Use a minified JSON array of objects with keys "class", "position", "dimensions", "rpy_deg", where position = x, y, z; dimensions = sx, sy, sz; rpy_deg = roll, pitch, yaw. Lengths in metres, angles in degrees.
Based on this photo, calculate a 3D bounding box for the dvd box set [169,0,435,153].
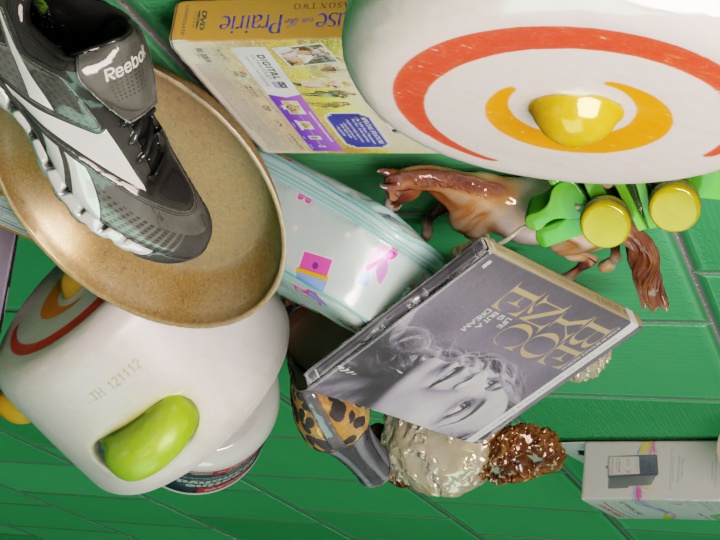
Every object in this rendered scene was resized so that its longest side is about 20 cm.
[{"class":"dvd box set","position":[0.014,-0.105,0.882],"dimensions":[0.198,0.030,0.146],"rpy_deg":[1,161,20]}]

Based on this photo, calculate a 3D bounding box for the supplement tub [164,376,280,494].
[{"class":"supplement tub","position":[-0.152,0.132,1.509],"dimensions":[0.139,0.142,0.200],"rpy_deg":[9,162,-6]}]

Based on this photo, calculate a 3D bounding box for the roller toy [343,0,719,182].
[{"class":"roller toy","position":[0.088,-0.114,0.619],"dimensions":[0.180,0.142,0.200],"rpy_deg":[1,162,21]}]

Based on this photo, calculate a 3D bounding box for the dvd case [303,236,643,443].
[{"class":"dvd case","position":[0.077,0.051,1.026],"dimensions":[0.148,0.016,0.199],"rpy_deg":[-38,147,22]}]

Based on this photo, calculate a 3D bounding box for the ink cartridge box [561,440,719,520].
[{"class":"ink cartridge box","position":[0.316,0.229,1.751],"dimensions":[0.198,0.068,0.117],"rpy_deg":[-4,160,31]}]

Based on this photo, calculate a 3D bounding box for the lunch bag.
[{"class":"lunch bag","position":[0.000,0.000,1.058],"dimensions":[0.159,0.078,0.200],"rpy_deg":[27,176,31]}]

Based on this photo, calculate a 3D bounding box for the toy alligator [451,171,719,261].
[{"class":"toy alligator","position":[0.138,-0.049,0.955],"dimensions":[0.198,0.059,0.055],"rpy_deg":[-13,115,21]}]

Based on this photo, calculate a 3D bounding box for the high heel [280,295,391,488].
[{"class":"high heel","position":[-0.032,0.046,1.151],"dimensions":[0.071,0.202,0.143],"rpy_deg":[-24,150,6]}]

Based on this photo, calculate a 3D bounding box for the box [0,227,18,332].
[{"class":"box","position":[-0.317,0.024,1.134],"dimensions":[0.131,0.202,0.115],"rpy_deg":[12,161,-13]}]

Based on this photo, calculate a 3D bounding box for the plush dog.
[{"class":"plush dog","position":[0.074,0.087,1.224],"dimensions":[0.198,0.174,0.160],"rpy_deg":[-7,158,39]}]

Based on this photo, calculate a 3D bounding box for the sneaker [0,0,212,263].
[{"class":"sneaker","position":[-0.137,-0.087,0.851],"dimensions":[0.090,0.067,0.200],"rpy_deg":[-24,114,40]}]

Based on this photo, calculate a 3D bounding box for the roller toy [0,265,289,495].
[{"class":"roller toy","position":[-0.155,0.046,1.112],"dimensions":[0.140,0.183,0.199],"rpy_deg":[48,156,-23]}]

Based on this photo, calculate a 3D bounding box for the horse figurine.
[{"class":"horse figurine","position":[0.111,-0.028,1.048],"dimensions":[0.197,0.050,0.133],"rpy_deg":[12,157,7]}]

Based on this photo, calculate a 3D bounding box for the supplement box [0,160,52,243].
[{"class":"supplement box","position":[-0.244,-0.079,1.010],"dimensions":[0.068,0.067,0.199],"rpy_deg":[-8,158,34]}]

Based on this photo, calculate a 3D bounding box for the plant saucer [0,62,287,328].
[{"class":"plant saucer","position":[-0.126,-0.053,0.951],"dimensions":[0.198,0.036,0.202],"rpy_deg":[16,135,17]}]

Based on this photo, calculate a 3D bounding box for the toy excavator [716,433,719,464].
[{"class":"toy excavator","position":[0.441,0.161,1.454],"dimensions":[0.099,0.201,0.195],"rpy_deg":[23,112,-41]}]
